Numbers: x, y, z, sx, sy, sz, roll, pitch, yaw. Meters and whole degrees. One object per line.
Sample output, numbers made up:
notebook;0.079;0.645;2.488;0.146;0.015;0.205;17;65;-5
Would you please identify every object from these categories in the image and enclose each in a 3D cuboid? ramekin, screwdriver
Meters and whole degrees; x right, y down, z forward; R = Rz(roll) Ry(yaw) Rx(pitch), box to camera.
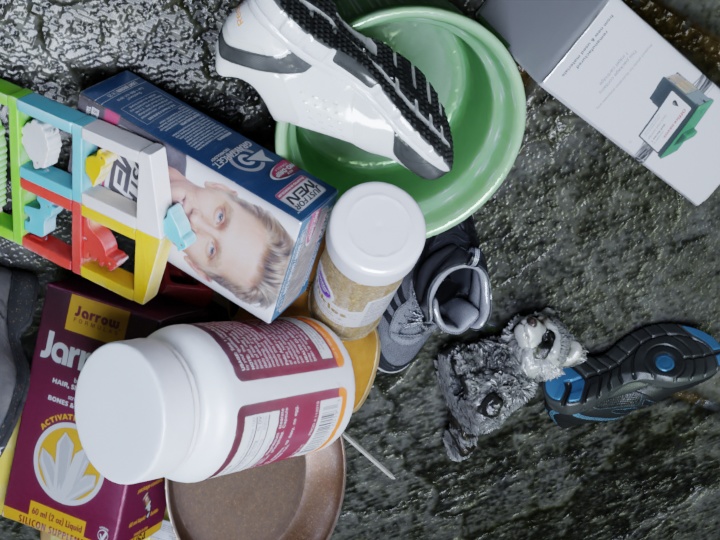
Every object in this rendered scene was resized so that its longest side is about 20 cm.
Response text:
ramekin;0.023;-0.130;0.789;0.198;0.098;0.201;-7;126;-10
screwdriver;-0.023;0.160;0.968;0.029;0.028;0.200;-51;125;-20

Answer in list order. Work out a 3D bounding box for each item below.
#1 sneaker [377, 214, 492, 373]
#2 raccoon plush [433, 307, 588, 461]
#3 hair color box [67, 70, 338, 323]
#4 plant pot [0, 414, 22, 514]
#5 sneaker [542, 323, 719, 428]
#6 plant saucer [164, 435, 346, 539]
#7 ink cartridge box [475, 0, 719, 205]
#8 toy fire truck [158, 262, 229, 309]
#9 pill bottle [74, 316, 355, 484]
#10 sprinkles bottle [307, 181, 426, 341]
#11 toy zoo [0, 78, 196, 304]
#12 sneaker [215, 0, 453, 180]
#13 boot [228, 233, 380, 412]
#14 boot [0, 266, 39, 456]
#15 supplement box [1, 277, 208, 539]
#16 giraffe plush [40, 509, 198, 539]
sneaker;0.059;0.036;0.907;0.075;0.114;0.201;8;122;-20
raccoon plush;0.150;0.112;1.031;0.133;0.097;0.200;-21;158;-16
hair color box;-0.125;-0.058;0.750;0.199;0.061;0.101;30;127;12
plant pot;-0.388;0.144;0.822;0.188;0.201;0.202;5;125;-36
sneaker;0.292;0.116;1.068;0.198;0.074;0.082;-13;144;1
plant saucer;-0.095;0.175;0.862;0.036;0.202;0.200;-8;143;46
ink cartridge box;0.207;-0.158;0.791;0.199;0.146;0.084;28;112;-31
toy fire truck;-0.120;0.077;0.928;0.199;0.049;0.142;19;115;-28
pill bottle;-0.105;0.095;0.742;0.199;0.114;0.115;0;132;-53
sprinkles bottle;0.000;0.000;0.755;0.068;0.069;0.200;-8;164;-10
toy zoo;-0.212;-0.056;0.748;0.199;0.020;0.132;24;125;17
sneaker;-0.014;-0.124;0.688;0.199;0.074;0.080;36;126;-28
boot;-0.053;0.044;0.899;0.143;0.071;0.203;-3;114;-28
boot;-0.330;0.062;0.770;0.131;0.201;0.070;21;125;-31
supplement box;-0.211;0.117;0.817;0.109;0.086;0.202;15;97;16
giraffe plush;-0.186;0.217;0.955;0.162;0.199;0.174;17;98;-62
